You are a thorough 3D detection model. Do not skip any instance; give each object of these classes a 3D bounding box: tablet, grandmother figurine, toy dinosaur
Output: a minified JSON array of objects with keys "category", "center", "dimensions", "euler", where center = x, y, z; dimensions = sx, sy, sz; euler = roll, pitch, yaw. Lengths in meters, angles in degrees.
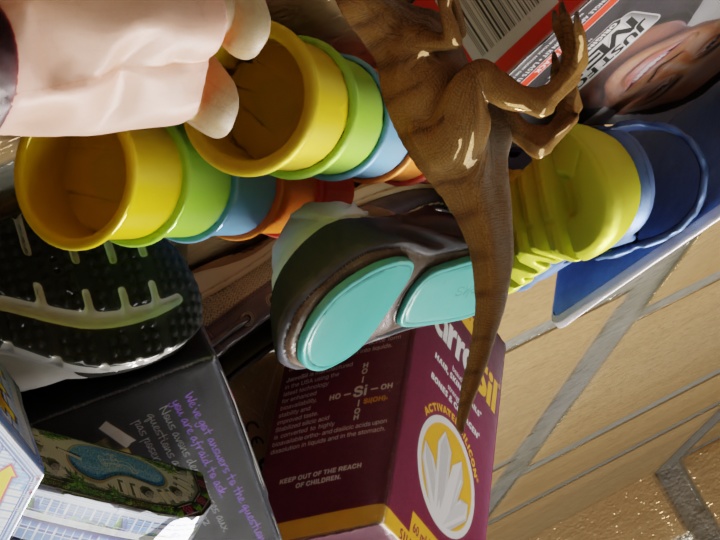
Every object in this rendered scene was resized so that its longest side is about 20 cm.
[{"category":"tablet","center":[0.172,-0.060,0.848],"dimensions":[0.014,0.131,0.200],"euler":[33,134,-19]},{"category":"grandmother figurine","center":[-0.126,-0.066,0.549],"dimensions":[0.199,0.060,0.122],"euler":[-9,126,-44]},{"category":"toy dinosaur","center":[0.043,-0.052,0.658],"dimensions":[0.106,0.201,0.060],"euler":[-24,-174,-7]}]

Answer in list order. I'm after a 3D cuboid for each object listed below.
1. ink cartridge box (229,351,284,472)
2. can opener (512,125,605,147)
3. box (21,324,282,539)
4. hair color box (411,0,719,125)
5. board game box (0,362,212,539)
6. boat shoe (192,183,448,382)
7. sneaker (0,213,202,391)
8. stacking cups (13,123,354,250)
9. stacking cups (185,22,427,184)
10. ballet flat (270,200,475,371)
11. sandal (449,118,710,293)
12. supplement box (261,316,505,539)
[{"category":"ink cartridge box","center":[-0.091,0.168,0.973],"dimensions":[0.164,0.201,0.075],"euler":[-23,173,41]},{"category":"can opener","center":[0.066,-0.031,0.961],"dimensions":[0.066,0.053,0.200],"euler":[-13,156,-45]},{"category":"box","center":[-0.152,0.100,0.777],"dimensions":[0.199,0.107,0.122],"euler":[-20,-160,-8]},{"category":"hair color box","center":[0.118,-0.120,0.776],"dimensions":[0.101,0.061,0.199],"euler":[-42,160,34]},{"category":"board game box","center":[-0.160,0.113,0.656],"dimensions":[0.199,0.062,0.201],"euler":[19,111,-32]},{"category":"boat shoe","center":[-0.033,0.013,0.903],"dimensions":[0.199,0.065,0.072],"euler":[-27,160,-14]},{"category":"sneaker","center":[-0.165,0.022,0.705],"dimensions":[0.199,0.074,0.080],"euler":[-4,160,-25]},{"category":"stacking cups","center":[-0.064,-0.043,0.724],"dimensions":[0.060,0.061,0.200],"euler":[-37,165,25]},{"category":"stacking cups","center":[-0.001,-0.068,0.725],"dimensions":[0.060,0.061,0.200],"euler":[-36,166,22]},{"category":"ballet flat","center":[0.000,0.000,0.754],"dimensions":[0.073,0.073,0.200],"euler":[-38,167,27]},{"category":"sandal","center":[0.106,-0.033,0.836],"dimensions":[0.086,0.080,0.200],"euler":[-12,-177,-22]},{"category":"supplement box","center":[0.015,0.093,0.924],"dimensions":[0.085,0.201,0.111],"euler":[-15,133,26]}]
